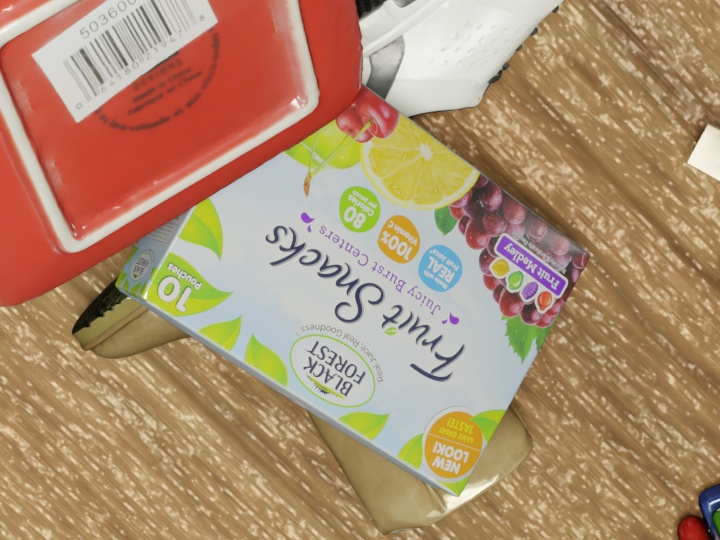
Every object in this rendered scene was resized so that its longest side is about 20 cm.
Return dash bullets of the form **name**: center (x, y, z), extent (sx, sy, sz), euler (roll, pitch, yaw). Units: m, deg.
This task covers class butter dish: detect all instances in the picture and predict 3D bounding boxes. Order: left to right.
- **butter dish**: center (-0.116, -0.120, 0.705), extent (0.199, 0.148, 0.200), euler (-32, 147, -13)

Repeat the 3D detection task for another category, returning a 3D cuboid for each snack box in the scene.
- **snack box**: center (0.000, 0.000, 0.834), extent (0.199, 0.053, 0.143), euler (33, 83, -26)

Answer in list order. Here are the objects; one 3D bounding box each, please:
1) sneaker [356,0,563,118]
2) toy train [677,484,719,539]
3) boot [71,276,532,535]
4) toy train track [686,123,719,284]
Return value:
- **sneaker**: center (0.061, -0.133, 0.860), extent (0.199, 0.074, 0.080), euler (-27, 118, 12)
- **toy train**: center (0.242, 0.218, 0.919), extent (0.084, 0.116, 0.202), euler (-20, 104, 7)
- **boot**: center (-0.031, 0.060, 0.908), extent (0.174, 0.066, 0.201), euler (-32, 104, 9)
- **toy train track**: center (0.243, -0.077, 0.887), extent (0.114, 0.033, 0.201), euler (28, 98, 1)
